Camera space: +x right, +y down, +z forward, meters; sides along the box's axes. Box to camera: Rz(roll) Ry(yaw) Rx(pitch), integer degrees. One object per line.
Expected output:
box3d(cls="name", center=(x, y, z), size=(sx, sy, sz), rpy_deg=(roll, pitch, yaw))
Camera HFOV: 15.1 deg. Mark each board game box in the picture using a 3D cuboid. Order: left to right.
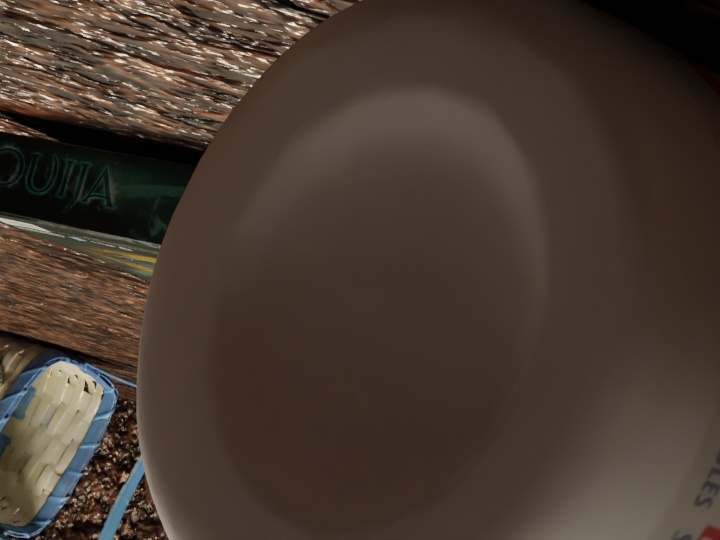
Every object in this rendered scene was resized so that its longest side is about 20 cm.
box3d(cls="board game box", center=(0.000, 0.000, 0.793), size=(0.200, 0.028, 0.135), rpy_deg=(12, 174, 30))

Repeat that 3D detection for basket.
box3d(cls="basket", center=(-0.265, 0.152, 2.266), size=(0.200, 0.177, 0.139), rpy_deg=(25, 176, 27))

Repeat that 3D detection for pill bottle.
box3d(cls="pill bottle", center=(0.066, 0.030, 0.483), size=(0.112, 0.112, 0.200), rpy_deg=(10, 173, 44))
